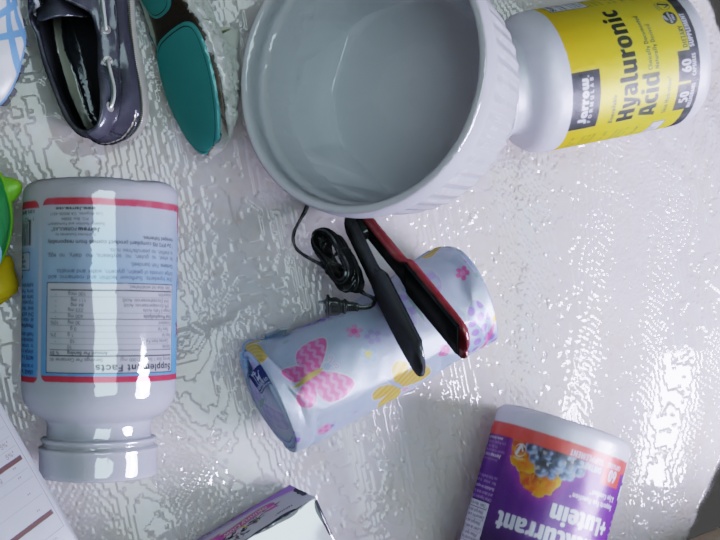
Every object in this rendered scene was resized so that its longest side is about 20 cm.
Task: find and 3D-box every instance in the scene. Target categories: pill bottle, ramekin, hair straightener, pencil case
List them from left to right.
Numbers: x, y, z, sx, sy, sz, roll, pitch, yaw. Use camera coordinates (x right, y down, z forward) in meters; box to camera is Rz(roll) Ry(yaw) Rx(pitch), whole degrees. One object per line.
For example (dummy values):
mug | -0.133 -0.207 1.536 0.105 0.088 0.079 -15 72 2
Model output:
pill bottle | -0.181 0.040 0.869 0.107 0.109 0.204 1 89 -19
hair straightener | 0.000 0.000 0.914 0.076 0.041 0.201 -23 55 -16
pencil case | 0.007 0.057 0.949 0.198 0.084 0.091 -26 53 -17
ramekin | 0.022 -0.134 0.904 0.105 0.197 0.204 9 84 -60
pill bottle | 0.133 0.216 0.972 0.110 0.111 0.203 19 82 -18
pill bottle | 0.169 -0.155 0.996 0.197 0.111 0.113 -13 93 -18

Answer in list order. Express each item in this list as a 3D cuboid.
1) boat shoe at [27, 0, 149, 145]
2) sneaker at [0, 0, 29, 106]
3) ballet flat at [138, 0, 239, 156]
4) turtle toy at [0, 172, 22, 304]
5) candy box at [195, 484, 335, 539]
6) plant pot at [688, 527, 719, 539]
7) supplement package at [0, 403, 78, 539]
boat shoe | -0.200 -0.188 0.880 0.072 0.063 0.203 -12 96 18
sneaker | -0.274 -0.208 0.855 0.071 0.072 0.204 -8 85 20
ballet flat | -0.123 -0.189 0.920 0.071 0.072 0.203 -23 96 -18
turtle toy | -0.319 -0.026 0.826 0.198 0.101 0.148 -20 95 -19
candy box | -0.071 0.289 0.920 0.166 0.071 0.202 -27 98 -18
plant pot | 0.311 0.315 1.001 0.174 0.200 0.203 -5 90 -7
supplement package | -0.273 0.172 0.811 0.117 0.116 0.202 -35 100 -42
